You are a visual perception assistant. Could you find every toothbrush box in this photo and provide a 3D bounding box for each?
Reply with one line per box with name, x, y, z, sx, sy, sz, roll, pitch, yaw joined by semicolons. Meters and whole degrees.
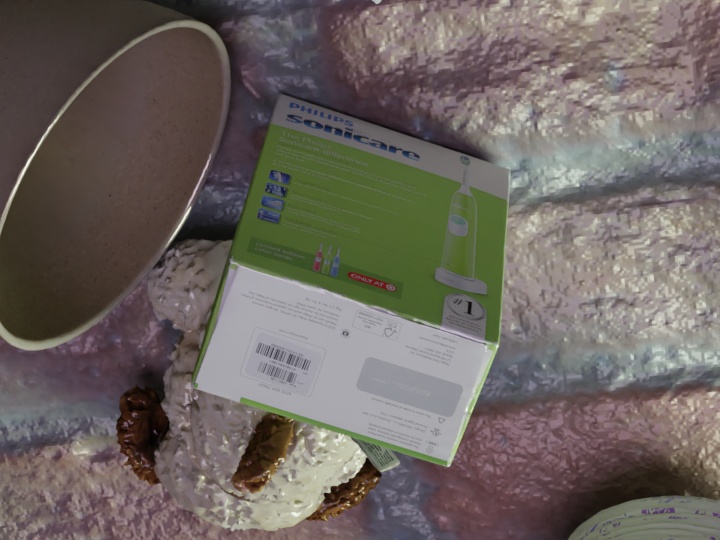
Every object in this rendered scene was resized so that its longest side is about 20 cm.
toothbrush box;0.000;0.000;1.111;0.145;0.200;0.086;17;121;-4

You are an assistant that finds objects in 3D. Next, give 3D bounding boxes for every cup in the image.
cup;-0.186;-0.080;1.109;0.143;0.200;0.201;32;122;19

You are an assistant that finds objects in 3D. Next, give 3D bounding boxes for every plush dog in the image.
plush dog;-0.058;0.100;1.220;0.199;0.161;0.172;19;143;-6

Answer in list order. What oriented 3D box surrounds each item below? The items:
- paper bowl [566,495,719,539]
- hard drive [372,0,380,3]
paper bowl;0.209;0.226;1.261;0.199;0.105;0.202;9;126;13
hard drive;-0.032;-0.251;1.072;0.199;0.025;0.132;34;117;-13
